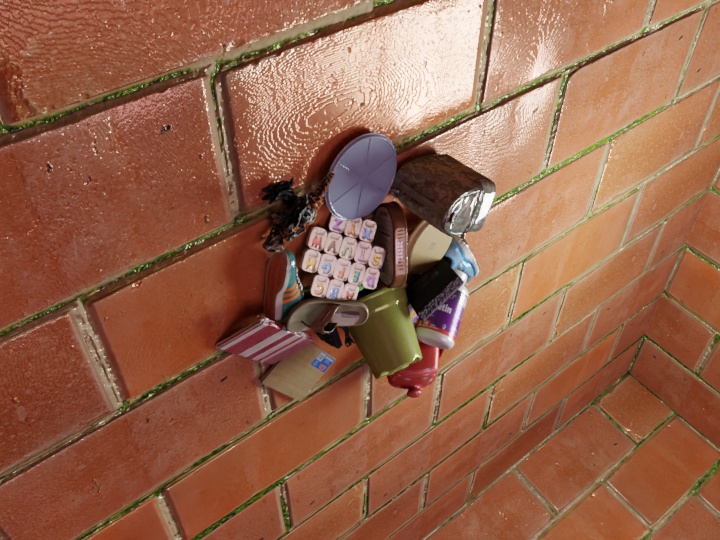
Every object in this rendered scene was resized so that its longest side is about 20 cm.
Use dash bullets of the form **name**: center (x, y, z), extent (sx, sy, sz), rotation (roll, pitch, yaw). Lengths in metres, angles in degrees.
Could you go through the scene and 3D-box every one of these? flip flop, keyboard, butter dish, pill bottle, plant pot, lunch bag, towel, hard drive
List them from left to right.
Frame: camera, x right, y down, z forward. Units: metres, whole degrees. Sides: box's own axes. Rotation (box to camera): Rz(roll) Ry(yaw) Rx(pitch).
- **towel**: center (-0.216, 0.163, 1.533), extent (0.142, 0.023, 0.199), rotation (-30, 150, 21)
- **flip flop**: center (-0.071, 0.109, 1.500), extent (0.195, 0.058, 0.083), rotation (0, 123, -19)
- **keyboard**: center (-0.076, 0.130, 1.608), extent (0.021, 0.125, 0.202), rotation (-57, 151, -27)
- **plant pot**: center (0.061, 0.160, 1.663), extent (0.196, 0.188, 0.201), rotation (-23, 169, -5)
- **butter dish**: center (0.146, 0.284, 1.893), extent (0.194, 0.151, 0.201), rotation (-4, 154, -4)
- **hard drive**: center (0.182, 0.043, 1.707), extent (0.139, 0.200, 0.033), rotation (-43, 104, 5)
- **lunch bag**: center (0.182, -0.173, 1.531), extent (0.165, 0.199, 0.142), rotation (-11, 130, -45)
- **pill bottle**: center (0.222, 0.099, 1.795), extent (0.112, 0.110, 0.204), rotation (42, 63, -55)

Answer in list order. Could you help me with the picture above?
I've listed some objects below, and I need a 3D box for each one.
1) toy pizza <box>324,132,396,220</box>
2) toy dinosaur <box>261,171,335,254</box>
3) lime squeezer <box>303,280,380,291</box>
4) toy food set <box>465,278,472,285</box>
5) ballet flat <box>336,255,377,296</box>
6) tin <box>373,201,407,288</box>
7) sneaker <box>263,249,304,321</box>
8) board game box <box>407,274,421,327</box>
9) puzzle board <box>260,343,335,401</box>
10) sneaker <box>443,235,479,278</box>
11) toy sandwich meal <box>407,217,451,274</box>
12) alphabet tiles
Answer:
- **toy pizza**: center (-0.002, -0.203, 1.442), extent (0.197, 0.032, 0.204), rotation (-27, 137, -29)
- **toy dinosaur**: center (-0.132, -0.124, 1.355), extent (0.204, 0.100, 0.136), rotation (-66, 161, -5)
- **lime squeezer**: center (-0.035, 0.031, 1.567), extent (0.195, 0.070, 0.039), rotation (1, 86, -22)
- **toy food set**: center (0.255, 0.108, 1.946), extent (0.202, 0.060, 0.143), rotation (-58, 172, 13)
- **ballet flat**: center (0.000, 0.000, 1.619), extent (0.072, 0.072, 0.200), rotation (-44, 147, -4)
- **tin**: center (0.069, -0.058, 1.560), extent (0.041, 0.111, 0.206), rotation (-10, 108, -27)
- **sneaker**: center (-0.161, 0.028, 1.467), extent (0.079, 0.072, 0.203), rotation (-20, 145, -34)
- **board game box**: center (0.151, 0.105, 1.894), extent (0.133, 0.045, 0.202), rotation (14, 113, -52)
- **puzzle board**: center (-0.159, 0.255, 1.731), extent (0.151, 0.017, 0.200), rotation (-49, 146, -1)
- **sneaker**: center (0.273, -0.035, 1.888), extent (0.089, 0.079, 0.200), rotation (-30, 142, 8)
- **toy sandwich meal**: center (0.155, -0.077, 1.711), extent (0.203, 0.070, 0.208), rotation (-32, 142, -29)
- **alphabet tiles**: center (-0.036, -0.027, 1.504), extent (0.196, 0.015, 0.200), rotation (16, 95, -28)
